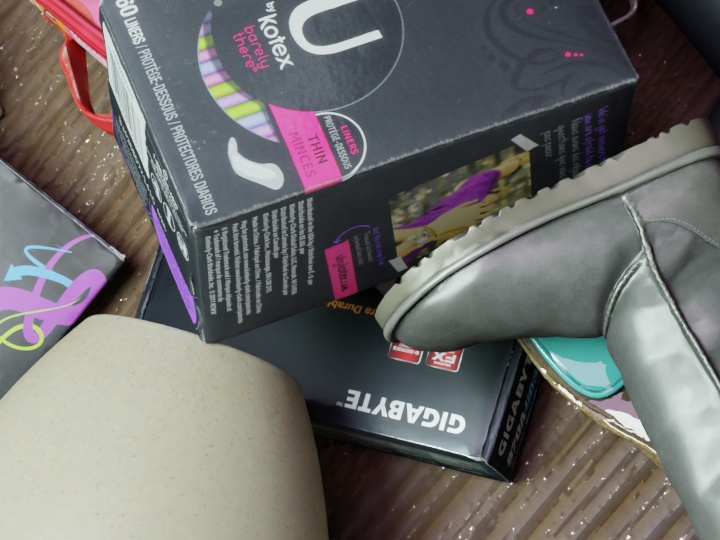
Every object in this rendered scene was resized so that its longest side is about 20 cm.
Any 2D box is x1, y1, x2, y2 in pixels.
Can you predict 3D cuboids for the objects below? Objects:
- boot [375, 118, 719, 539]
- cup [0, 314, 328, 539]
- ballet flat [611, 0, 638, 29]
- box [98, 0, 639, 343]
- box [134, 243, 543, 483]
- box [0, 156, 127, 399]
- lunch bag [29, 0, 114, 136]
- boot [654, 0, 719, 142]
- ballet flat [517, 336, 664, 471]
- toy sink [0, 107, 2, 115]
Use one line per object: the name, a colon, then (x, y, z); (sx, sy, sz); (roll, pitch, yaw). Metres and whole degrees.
boot: (0.122, 0.057, 1.061); (0.181, 0.073, 0.201); (-27, 78, 9)
cup: (-0.093, 0.103, 1.131); (0.199, 0.200, 0.144); (13, 78, 25)
ballet flat: (0.117, -0.157, 1.216); (0.200, 0.073, 0.073); (-47, 62, -5)
box: (0.002, -0.071, 1.091); (0.199, 0.106, 0.123); (-19, 63, -12)
box: (0.000, 0.000, 1.215); (0.199, 0.046, 0.160); (13, 77, 25)
box: (-0.231, 0.027, 1.271); (0.143, 0.036, 0.200); (39, 90, -3)
lunch bag: (-0.078, -0.143, 1.239); (0.200, 0.082, 0.176); (38, 84, 32)
boot: (0.162, -0.073, 1.135); (0.199, 0.076, 0.169); (26, 81, 1)
ballet flat: (0.131, 0.051, 1.128); (0.200, 0.072, 0.068); (41, 80, 20)
toy sink: (-0.309, -0.102, 1.340); (0.199, 0.112, 0.131); (-29, 64, 5)
